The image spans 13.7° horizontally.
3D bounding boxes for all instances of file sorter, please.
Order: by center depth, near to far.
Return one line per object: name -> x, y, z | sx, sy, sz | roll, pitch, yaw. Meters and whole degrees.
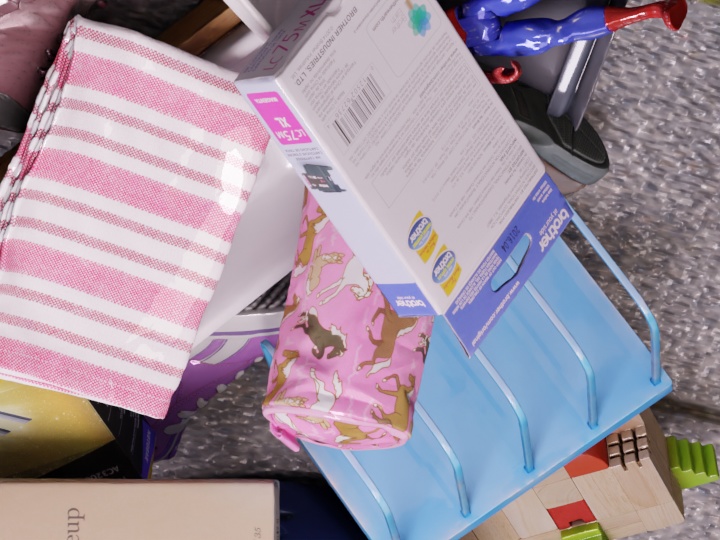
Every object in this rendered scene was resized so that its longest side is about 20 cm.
file sorter -> 0.061, 0.053, 1.730 | 0.200, 0.139, 0.123 | -34, 160, -8

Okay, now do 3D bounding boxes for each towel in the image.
towel -> -0.128, -0.025, 1.616 | 0.146, 0.030, 0.200 | 17, 99, -37

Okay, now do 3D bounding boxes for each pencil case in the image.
pencil case -> 0.000, 0.000, 1.637 | 0.083, 0.086, 0.201 | 14, 75, -20

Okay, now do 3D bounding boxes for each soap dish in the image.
soap dish -> -0.101, -0.052, 1.692 | 0.200, 0.081, 0.158 | -39, 125, -13

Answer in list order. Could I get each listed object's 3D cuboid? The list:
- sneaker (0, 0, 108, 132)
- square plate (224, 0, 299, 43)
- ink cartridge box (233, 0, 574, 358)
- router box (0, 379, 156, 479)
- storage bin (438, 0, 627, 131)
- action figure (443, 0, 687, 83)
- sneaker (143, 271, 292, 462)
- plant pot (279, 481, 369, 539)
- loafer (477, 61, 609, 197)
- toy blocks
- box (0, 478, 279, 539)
sneaker -> -0.162, -0.142, 1.623 | 0.200, 0.076, 0.116 | -22, 132, 16
square plate -> -0.080, -0.231, 1.572 | 0.028, 0.198, 0.200 | -22, 129, 31
ink cartridge box -> 0.026, -0.064, 1.576 | 0.200, 0.042, 0.119 | 53, 55, -25
router box -> -0.242, 0.089, 1.729 | 0.200, 0.052, 0.157 | -21, 125, 17
storage bin -> 0.099, -0.205, 1.677 | 0.134, 0.146, 0.200 | 22, 113, 1
action figure -> 0.072, -0.134, 1.617 | 0.200, 0.052, 0.066 | -13, 106, 26
sneaker -> -0.096, 0.054, 1.789 | 0.200, 0.073, 0.115 | -11, 126, 0
plant pot -> -0.030, 0.237, 1.841 | 0.179, 0.200, 0.200 | -21, 123, -15
loafer -> 0.061, -0.091, 1.757 | 0.200, 0.072, 0.063 | 31, 123, -34
toy blocks -> 0.106, 0.117, 1.847 | 0.200, 0.100, 0.137 | -17, 138, 15
box -> -0.145, 0.162, 1.679 | 0.199, 0.078, 0.095 | -1, 86, 1
